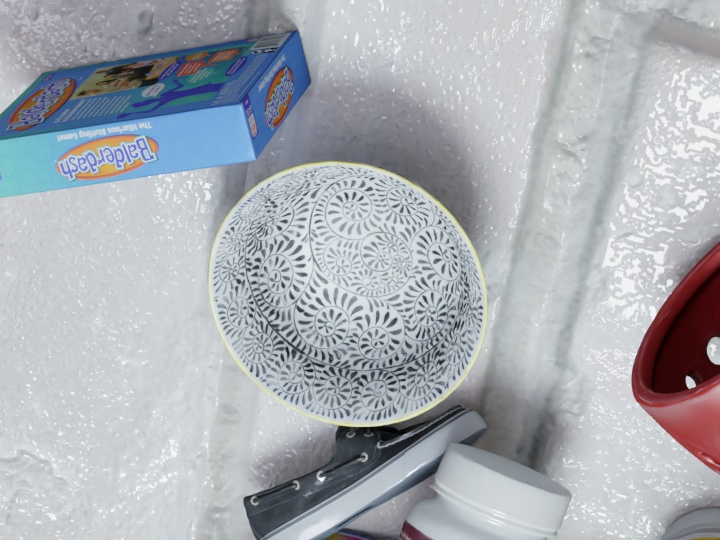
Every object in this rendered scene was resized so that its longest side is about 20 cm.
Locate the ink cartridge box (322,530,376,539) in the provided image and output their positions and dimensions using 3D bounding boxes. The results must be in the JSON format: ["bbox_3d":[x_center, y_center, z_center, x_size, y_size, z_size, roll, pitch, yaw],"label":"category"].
[{"bbox_3d":[-0.035,0.300,1.741,0.076,0.200,0.137,9,115,23],"label":"ink cartridge box"}]

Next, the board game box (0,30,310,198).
[{"bbox_3d":[-0.149,-0.108,1.619,0.200,0.152,0.045,-7,112,18],"label":"board game box"}]

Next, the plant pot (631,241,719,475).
[{"bbox_3d":[0.308,0.072,1.563,0.200,0.200,0.182,-38,108,26],"label":"plant pot"}]

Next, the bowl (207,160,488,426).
[{"bbox_3d":[0.000,0.000,1.661,0.200,0.094,0.201,5,115,12],"label":"bowl"}]

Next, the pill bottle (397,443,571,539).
[{"bbox_3d":[0.071,0.233,1.677,0.114,0.114,0.200,21,94,4],"label":"pill bottle"}]

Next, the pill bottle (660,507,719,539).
[{"bbox_3d":[0.245,0.257,1.655,0.114,0.200,0.114,5,114,12],"label":"pill bottle"}]

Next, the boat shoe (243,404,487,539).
[{"bbox_3d":[-0.002,0.144,1.747,0.200,0.070,0.066,-33,78,20],"label":"boat shoe"}]
